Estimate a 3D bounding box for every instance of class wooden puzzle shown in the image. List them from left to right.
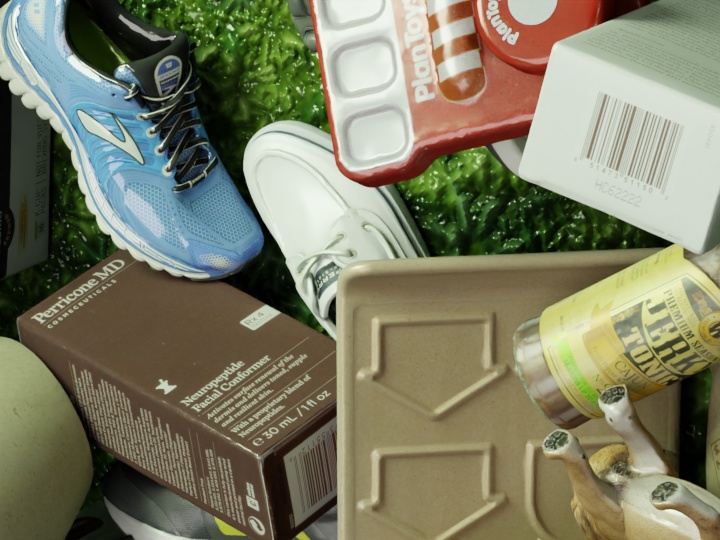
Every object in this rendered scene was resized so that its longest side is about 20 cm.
[{"bbox_3d":[0.077,0.080,1.585,0.184,0.046,0.201,-2,110,-8],"label":"wooden puzzle"}]

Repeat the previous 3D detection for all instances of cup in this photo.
[{"bbox_3d":[-0.235,0.113,1.658,0.200,0.143,0.201,38,145,33],"label":"cup"}]

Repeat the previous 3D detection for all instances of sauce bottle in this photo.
[{"bbox_3d":[0.170,0.014,1.479,0.200,0.065,0.065,-29,88,28],"label":"sauce bottle"}]

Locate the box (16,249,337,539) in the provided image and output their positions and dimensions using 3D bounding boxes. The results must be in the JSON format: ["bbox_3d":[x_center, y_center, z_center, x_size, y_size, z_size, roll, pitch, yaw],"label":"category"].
[{"bbox_3d":[-0.086,0.065,1.649,0.200,0.100,0.075,25,137,37],"label":"box"}]

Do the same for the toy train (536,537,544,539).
[{"bbox_3d":[0.138,0.169,1.506,0.046,0.200,0.034,26,90,42],"label":"toy train"}]

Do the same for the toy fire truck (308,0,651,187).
[{"bbox_3d":[0.047,-0.155,1.489,0.167,0.112,0.201,-13,81,18],"label":"toy fire truck"}]

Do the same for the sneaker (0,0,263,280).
[{"bbox_3d":[-0.121,-0.082,1.656,0.200,0.079,0.089,51,139,-5],"label":"sneaker"}]

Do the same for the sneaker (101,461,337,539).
[{"bbox_3d":[-0.052,0.128,1.707,0.199,0.074,0.085,13,104,17],"label":"sneaker"}]

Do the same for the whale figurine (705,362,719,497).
[{"bbox_3d":[0.233,0.101,1.519,0.159,0.103,0.201,130,129,-62],"label":"whale figurine"}]

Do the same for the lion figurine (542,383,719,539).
[{"bbox_3d":[0.164,0.124,1.459,0.200,0.072,0.123,32,159,55],"label":"lion figurine"}]

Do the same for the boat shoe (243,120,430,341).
[{"bbox_3d":[0.000,0.000,1.634,0.200,0.067,0.074,47,121,11],"label":"boat shoe"}]

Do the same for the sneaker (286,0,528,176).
[{"bbox_3d":[0.028,-0.124,1.585,0.099,0.071,0.201,-34,82,36],"label":"sneaker"}]

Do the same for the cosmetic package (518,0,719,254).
[{"bbox_3d":[0.167,-0.078,1.435,0.101,0.200,0.072,24,115,22],"label":"cosmetic package"}]

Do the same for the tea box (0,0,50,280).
[{"bbox_3d":[-0.282,-0.088,1.696,0.133,0.197,0.201,12,109,26],"label":"tea box"}]

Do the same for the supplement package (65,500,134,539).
[{"bbox_3d":[-0.107,0.246,1.741,0.199,0.111,0.156,15,111,25],"label":"supplement package"}]
